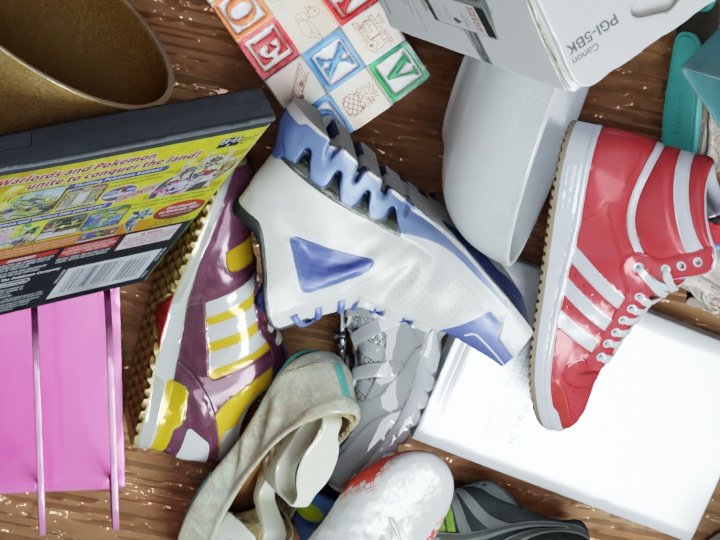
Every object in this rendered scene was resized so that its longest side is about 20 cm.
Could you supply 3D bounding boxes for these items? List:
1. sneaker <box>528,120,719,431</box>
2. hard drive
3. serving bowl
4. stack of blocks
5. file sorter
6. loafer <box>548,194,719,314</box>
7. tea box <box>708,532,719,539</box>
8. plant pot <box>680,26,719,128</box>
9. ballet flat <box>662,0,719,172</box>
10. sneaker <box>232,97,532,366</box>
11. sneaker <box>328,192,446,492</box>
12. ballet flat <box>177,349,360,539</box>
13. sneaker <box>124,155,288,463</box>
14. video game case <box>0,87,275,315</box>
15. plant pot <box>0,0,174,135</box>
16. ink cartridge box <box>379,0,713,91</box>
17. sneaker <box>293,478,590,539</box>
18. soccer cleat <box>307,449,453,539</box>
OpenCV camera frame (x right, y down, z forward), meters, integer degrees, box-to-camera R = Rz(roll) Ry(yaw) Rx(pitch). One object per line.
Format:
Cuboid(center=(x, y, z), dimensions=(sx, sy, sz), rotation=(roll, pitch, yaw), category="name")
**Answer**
Cuboid(center=(0.167, 0.014, 1.630), dimensions=(0.112, 0.071, 0.201), rotation=(11, 114, 12), category="sneaker")
Cuboid(center=(0.147, 0.080, 1.718), dimensions=(0.199, 0.026, 0.133), rotation=(21, 101, -12), category="hard drive")
Cuboid(center=(0.093, -0.107, 1.584), dimensions=(0.065, 0.200, 0.201), rotation=(21, 102, 7), category="serving bowl")
Cuboid(center=(-0.038, -0.186, 1.609), dimensions=(0.115, 0.059, 0.201), rotation=(-34, 106, 3), category="stack of blocks")
Cuboid(center=(-0.243, 0.087, 1.624), dimensions=(0.198, 0.125, 0.140), rotation=(-2, 105, -6), category="file sorter")
Cuboid(center=(0.209, -0.011, 1.687), dimensions=(0.199, 0.072, 0.063), rotation=(36, 115, -8), category="loafer")
Cuboid(center=(0.354, 0.232, 1.726), dimensions=(0.196, 0.134, 0.201), rotation=(-30, 106, 3), category="tea box")
Cuboid(center=(0.327, -0.136, 1.608), dimensions=(0.200, 0.141, 0.141), rotation=(-50, 127, -13), category="plant pot")
Cuboid(center=(0.226, -0.158, 1.653), dimensions=(0.067, 0.068, 0.201), rotation=(-5, 112, -25), category="ballet flat")
Cuboid(center=(-0.001, 0.000, 1.604), dimensions=(0.199, 0.081, 0.115), rotation=(40, 103, -12), category="sneaker")
Cuboid(center=(0.013, 0.041, 1.677), dimensions=(0.082, 0.075, 0.201), rotation=(21, 91, -3), category="sneaker")
Cuboid(center=(-0.058, 0.136, 1.655), dimensions=(0.067, 0.063, 0.201), rotation=(2, 131, -33), category="ballet flat")
Cuboid(center=(-0.082, 0.023, 1.659), dimensions=(0.090, 0.075, 0.201), rotation=(12, 109, -18), category="sneaker")
Cuboid(center=(-0.168, -0.032, 1.531), dimensions=(0.199, 0.181, 0.026), rotation=(-14, 67, -40), category="video game case")
Cuboid(center=(-0.241, -0.084, 1.565), dimensions=(0.186, 0.187, 0.200), rotation=(34, 112, -14), category="plant pot")
Cuboid(center=(0.103, -0.184, 1.450), dimensions=(0.146, 0.200, 0.083), rotation=(-35, 117, -16), category="ink cartridge box")
Cuboid(center=(0.054, 0.174, 1.713), dimensions=(0.198, 0.083, 0.071), rotation=(9, 126, 6), category="sneaker")
Cuboid(center=(-0.016, 0.192, 1.630), dimensions=(0.069, 0.085, 0.200), rotation=(42, 105, -16), category="soccer cleat")
